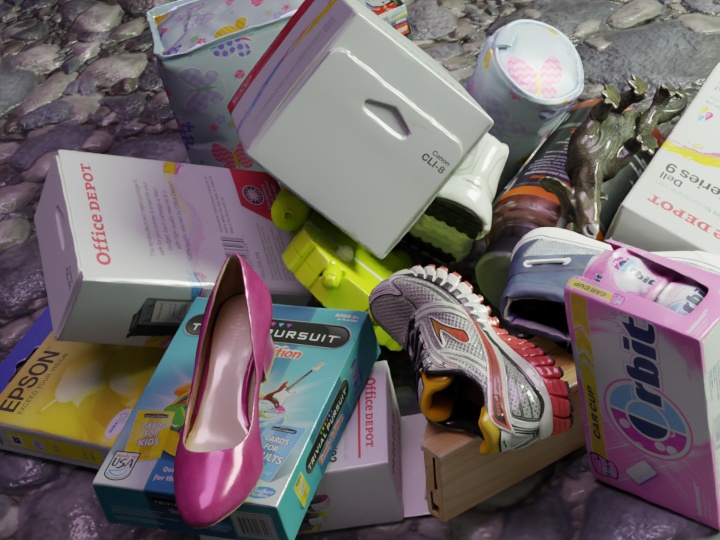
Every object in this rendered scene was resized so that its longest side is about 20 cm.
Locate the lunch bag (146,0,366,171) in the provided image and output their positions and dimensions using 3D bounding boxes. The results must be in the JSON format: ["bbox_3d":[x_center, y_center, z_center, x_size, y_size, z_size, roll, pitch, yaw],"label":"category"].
[{"bbox_3d":[-0.078,-0.182,1.891,0.199,0.170,0.127,-18,35,1],"label":"lunch bag"}]

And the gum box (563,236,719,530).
[{"bbox_3d":[0.217,0.078,1.446,0.113,0.200,0.066,21,50,35],"label":"gum box"}]

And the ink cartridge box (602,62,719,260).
[{"bbox_3d":[0.301,-0.053,1.640,0.145,0.088,0.200,30,54,12],"label":"ink cartridge box"}]

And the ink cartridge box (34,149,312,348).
[{"bbox_3d":[-0.156,-0.014,1.671,0.199,0.086,0.148,4,45,-24],"label":"ink cartridge box"}]

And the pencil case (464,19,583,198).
[{"bbox_3d":[0.116,-0.132,1.745,0.091,0.200,0.083,42,56,3],"label":"pencil case"}]

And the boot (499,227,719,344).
[{"bbox_3d":[0.205,0.029,1.533,0.199,0.073,0.090,10,35,11],"label":"boot"}]

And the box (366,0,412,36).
[{"bbox_3d":[-0.050,-0.274,2.100,0.137,0.040,0.200,-25,39,-11],"label":"box"}]

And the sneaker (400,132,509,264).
[{"bbox_3d":[0.075,-0.060,1.697,0.075,0.200,0.081,28,74,-10],"label":"sneaker"}]

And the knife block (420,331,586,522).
[{"bbox_3d":[0.143,0.104,1.533,0.175,0.064,0.200,0,33,10],"label":"knife block"}]

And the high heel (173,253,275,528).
[{"bbox_3d":[-0.099,0.084,1.443,0.067,0.096,0.200,2,43,19],"label":"high heel"}]

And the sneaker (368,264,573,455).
[{"bbox_3d":[0.065,0.063,1.476,0.082,0.078,0.200,-25,39,-25],"label":"sneaker"}]

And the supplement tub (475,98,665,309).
[{"bbox_3d":[0.172,-0.048,1.694,0.107,0.107,0.200,13,45,31],"label":"supplement tub"}]

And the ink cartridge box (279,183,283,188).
[{"bbox_3d":[-0.058,-0.044,1.820,0.199,0.039,0.100,-16,37,-2],"label":"ink cartridge box"}]

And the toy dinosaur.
[{"bbox_3d":[0.198,-0.106,1.623,0.102,0.077,0.200,-42,9,42],"label":"toy dinosaur"}]

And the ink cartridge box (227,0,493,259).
[{"bbox_3d":[-0.005,-0.127,1.640,0.145,0.145,0.200,-51,15,7],"label":"ink cartridge box"}]

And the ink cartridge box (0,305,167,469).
[{"bbox_3d":[-0.229,0.079,1.720,0.199,0.047,0.198,10,45,26],"label":"ink cartridge box"}]

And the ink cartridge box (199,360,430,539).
[{"bbox_3d":[-0.029,0.137,1.561,0.199,0.068,0.115,-9,40,7],"label":"ink cartridge box"}]

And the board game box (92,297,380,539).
[{"bbox_3d":[-0.090,0.108,1.524,0.150,0.047,0.200,4,44,22],"label":"board game box"}]

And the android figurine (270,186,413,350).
[{"bbox_3d":[0.000,0.000,1.649,0.041,0.182,0.200,-50,4,14],"label":"android figurine"}]
